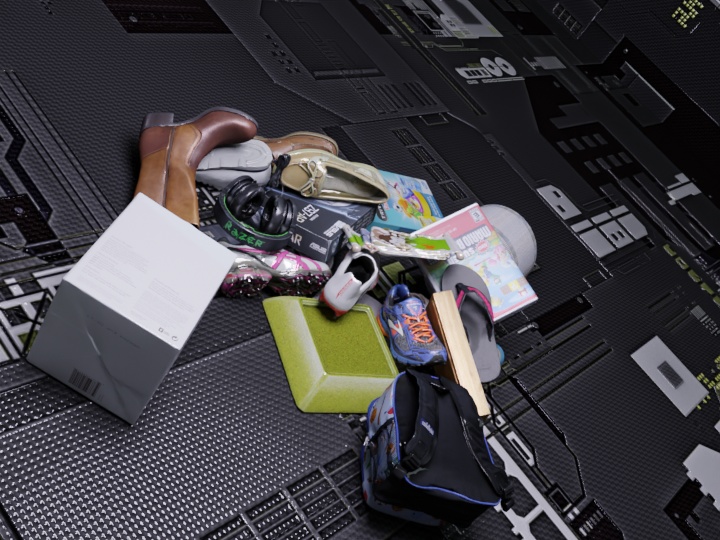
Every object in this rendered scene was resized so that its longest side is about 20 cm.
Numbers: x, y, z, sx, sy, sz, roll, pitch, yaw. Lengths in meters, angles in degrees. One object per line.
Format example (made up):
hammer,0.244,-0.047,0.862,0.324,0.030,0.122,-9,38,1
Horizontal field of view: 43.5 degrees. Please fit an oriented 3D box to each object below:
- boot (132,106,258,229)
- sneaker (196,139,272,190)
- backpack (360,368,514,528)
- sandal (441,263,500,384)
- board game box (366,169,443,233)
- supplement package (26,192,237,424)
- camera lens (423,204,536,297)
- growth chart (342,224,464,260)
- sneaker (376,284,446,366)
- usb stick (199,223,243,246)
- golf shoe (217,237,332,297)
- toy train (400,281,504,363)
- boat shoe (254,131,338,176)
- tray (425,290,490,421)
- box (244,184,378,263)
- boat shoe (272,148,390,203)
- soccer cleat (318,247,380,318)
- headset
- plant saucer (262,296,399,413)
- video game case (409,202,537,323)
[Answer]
boot,-0.247,-0.152,1.351,0.185,0.069,0.202,2,55,-9
sneaker,-0.242,-0.166,1.452,0.197,0.081,0.077,7,56,-10
backpack,0.089,0.239,1.218,0.198,0.154,0.192,26,44,-28
sandal,0.177,0.075,1.403,0.074,0.045,0.202,-11,64,-3
board game box,0.063,-0.118,1.693,0.198,0.047,0.152,8,44,-37
supplement package,-0.274,0.043,1.105,0.151,0.151,0.201,32,35,-7
camera lens,0.218,-0.021,1.623,0.160,0.160,0.200,44,34,9
growth chart,0.066,-0.044,1.412,0.197,0.018,0.145,4,18,-16
sneaker,0.076,0.085,1.390,0.074,0.079,0.200,-1,24,-24
usb stick,-0.242,-0.038,1.332,0.199,0.033,0.056,-17,63,-50
golf shoe,-0.128,-0.011,1.361,0.198,0.072,0.093,4,58,-41
toy train,0.156,0.091,1.518,0.115,0.085,0.201,3,45,-56
boat shoe,-0.137,-0.187,1.519,0.197,0.073,0.068,-2,32,6
tray,0.140,0.144,1.381,0.037,0.099,0.202,-9,64,-14
box,-0.078,-0.099,1.507,0.159,0.044,0.200,27,32,14
boat shoe,-0.047,-0.149,1.491,0.198,0.074,0.063,11,26,-26
soccer cleat,0.000,0.000,1.381,0.069,0.085,0.200,43,30,-1
headset,-0.145,-0.106,1.356,0.122,0.095,0.201,29,27,-7
plant saucer,-0.028,0.115,1.341,0.198,0.048,0.201,8,45,-37
video game case,0.179,-0.002,1.476,0.142,0.018,0.201,-25,66,-10
